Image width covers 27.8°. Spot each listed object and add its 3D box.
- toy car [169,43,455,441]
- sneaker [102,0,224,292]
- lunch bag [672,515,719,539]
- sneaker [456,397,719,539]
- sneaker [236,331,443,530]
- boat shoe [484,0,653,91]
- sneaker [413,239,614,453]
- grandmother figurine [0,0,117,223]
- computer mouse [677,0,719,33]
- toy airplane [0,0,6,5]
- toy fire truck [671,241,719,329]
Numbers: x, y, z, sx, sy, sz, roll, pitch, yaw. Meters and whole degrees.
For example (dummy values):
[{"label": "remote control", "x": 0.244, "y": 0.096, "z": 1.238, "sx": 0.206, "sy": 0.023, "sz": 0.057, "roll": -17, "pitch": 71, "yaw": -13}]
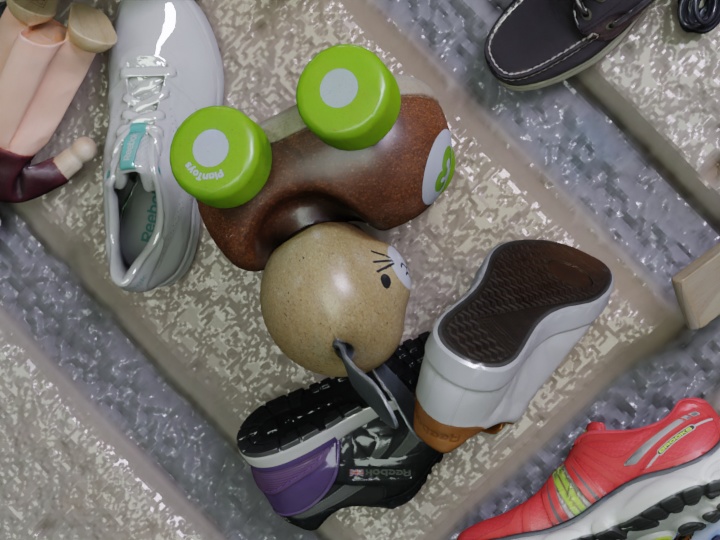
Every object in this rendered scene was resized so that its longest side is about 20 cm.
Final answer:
[{"label": "toy car", "x": 0.000, "y": 0.000, "z": 0.844, "sx": 0.157, "sy": 0.164, "sz": 0.201, "roll": -23, "pitch": 73, "yaw": 11}, {"label": "sneaker", "x": -0.133, "y": -0.084, "z": 0.922, "sx": 0.075, "sy": 0.088, "sz": 0.201, "roll": 2, "pitch": 97, "yaw": 10}, {"label": "lunch bag", "x": 0.275, "y": 0.218, "z": 0.879, "sx": 0.200, "sy": 0.124, "sz": 0.170, "roll": 37, "pitch": 102, "yaw": 20}, {"label": "sneaker", "x": 0.147, "y": 0.140, "z": 0.918, "sx": 0.200, "sy": 0.077, "sz": 0.085, "roll": -27, "pitch": 49, "yaw": 25}, {"label": "sneaker", "x": 0.028, "y": 0.103, "z": 0.939, "sx": 0.199, "sy": 0.076, "sz": 0.088, "roll": -20, "pitch": 117, "yaw": 7}, {"label": "boat shoe", "x": 0.149, "y": -0.179, "z": 0.860, "sx": 0.200, "sy": 0.065, "sz": 0.072, "roll": -32, "pitch": 73, "yaw": 24}, {"label": "sneaker", "x": 0.084, "y": 0.043, "z": 0.863, "sx": 0.073, "sy": 0.200, "sz": 0.085, "roll": 31, "pitch": 123, "yaw": 20}, {"label": "grandmother figurine", "x": -0.233, "y": -0.086, "z": 0.929, "sx": 0.121, "sy": 0.061, "sz": 0.200, "roll": 27, "pitch": 119, "yaw": -7}, {"label": "computer mouse", "x": 0.296, "y": -0.184, "z": 0.867, "sx": 0.199, "sy": 0.044, "sz": 0.110, "roll": 11, "pitch": 94, "yaw": 13}, {"label": "toy airplane", "x": -0.269, "y": -0.254, "z": 0.913, "sx": 0.199, "sy": 0.141, "sz": 0.199, "roll": 13, "pitch": 135, "yaw": -3}, {"label": "toy fire truck", "x": 0.300, "y": 0.012, "z": 0.856, "sx": 0.199, "sy": 0.129, "sz": 0.177, "roll": -15, "pitch": 95, "yaw": 22}]
